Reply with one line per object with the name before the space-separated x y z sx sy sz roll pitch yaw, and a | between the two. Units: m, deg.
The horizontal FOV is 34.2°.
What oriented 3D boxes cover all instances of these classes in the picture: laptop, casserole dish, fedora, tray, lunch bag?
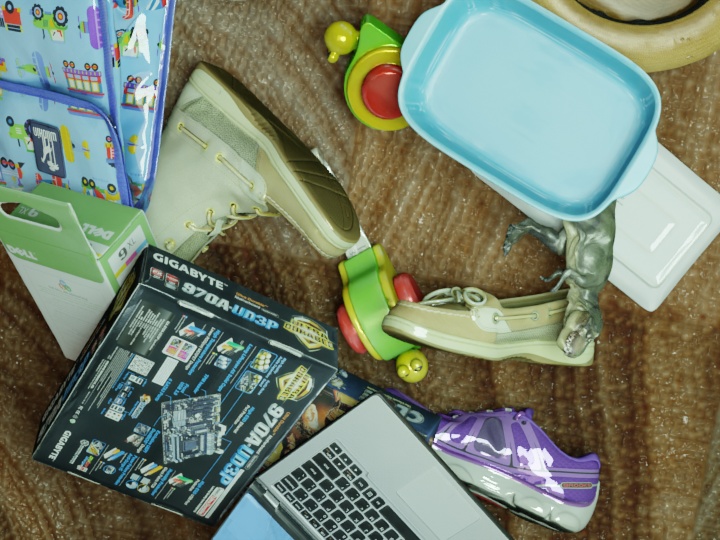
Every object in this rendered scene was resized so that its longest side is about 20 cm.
laptop | -0.007 0.232 0.852 0.199 0.116 0.188 -36 106 21
casserole dish | 0.120 -0.119 0.836 0.199 0.039 0.122 33 97 13
fedora | 0.203 -0.242 0.866 0.197 0.082 0.204 0 99 1
tray | 0.191 -0.061 0.907 0.199 0.022 0.108 36 102 -14
lunch bag | -0.224 -0.133 0.905 0.149 0.094 0.203 12 111 27

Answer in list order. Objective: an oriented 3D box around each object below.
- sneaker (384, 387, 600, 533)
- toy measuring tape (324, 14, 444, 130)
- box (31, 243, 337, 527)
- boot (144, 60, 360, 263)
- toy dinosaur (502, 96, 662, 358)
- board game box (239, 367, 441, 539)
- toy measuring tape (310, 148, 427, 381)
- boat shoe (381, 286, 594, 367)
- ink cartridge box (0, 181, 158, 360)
sneaker | 0.101 0.141 0.953 0.197 0.081 0.084 24 75 2
toy measuring tape | 0.051 -0.125 0.911 0.198 0.074 0.074 32 101 -15
box | -0.132 0.093 0.865 0.157 0.046 0.201 24 123 -20
boot | -0.103 -0.043 0.905 0.155 0.072 0.200 -49 66 14
toy dinosaur | 0.157 -0.040 0.873 0.087 0.047 0.203 15 89 7
board game box | -0.046 0.135 0.929 0.198 0.035 0.137 24 118 16
toy measuring tape | 0.000 0.000 0.921 0.073 0.074 0.202 -26 96 8
boat shoe | 0.103 0.034 0.891 0.198 0.073 0.064 8 90 -31
ink cartridge box | -0.204 -0.005 0.879 0.103 0.060 0.202 16 142 28
